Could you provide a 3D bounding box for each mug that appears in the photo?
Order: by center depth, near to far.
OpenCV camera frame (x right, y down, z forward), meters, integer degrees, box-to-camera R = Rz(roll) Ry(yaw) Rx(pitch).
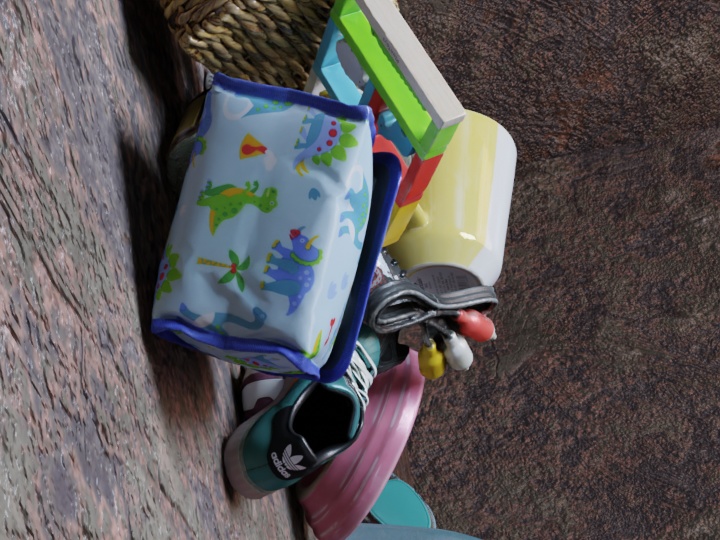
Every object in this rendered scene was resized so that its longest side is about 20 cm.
[{"bbox_3d":[0.058,-0.053,1.256,0.149,0.186,0.153,-38,-140,45],"label":"mug"}]

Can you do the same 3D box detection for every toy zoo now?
[{"bbox_3d":[0.005,-0.103,0.968,0.131,0.020,0.200,59,-26,19],"label":"toy zoo"}]

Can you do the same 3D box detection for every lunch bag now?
[{"bbox_3d":[-0.051,-0.017,0.900,0.200,0.127,0.170,79,26,-82],"label":"lunch bag"}]

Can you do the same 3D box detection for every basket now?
[{"bbox_3d":[-0.065,-0.221,1.000,0.149,0.143,0.200,64,11,21],"label":"basket"}]

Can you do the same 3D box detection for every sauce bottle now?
[{"bbox_3d":[-0.107,-0.105,1.038,0.200,0.065,0.065,-87,166,-68],"label":"sauce bottle"}]

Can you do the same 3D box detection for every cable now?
[{"bbox_3d":[0.068,0.042,1.130,0.050,0.097,0.200,55,7,21],"label":"cable"}]

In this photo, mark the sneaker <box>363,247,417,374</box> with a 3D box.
[{"bbox_3d":[0.000,0.000,1.174,0.071,0.098,0.201,-172,-105,-73],"label":"sneaker"}]

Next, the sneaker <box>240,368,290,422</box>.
[{"bbox_3d":[-0.055,0.107,1.150,0.200,0.075,0.090,61,24,-81],"label":"sneaker"}]

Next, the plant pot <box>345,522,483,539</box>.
[{"bbox_3d":[0.082,0.368,1.311,0.196,0.200,0.196,83,4,-48],"label":"plant pot"}]

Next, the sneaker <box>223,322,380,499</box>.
[{"bbox_3d":[-0.021,0.098,1.026,0.071,0.080,0.200,57,38,-15],"label":"sneaker"}]

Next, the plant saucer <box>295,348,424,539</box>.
[{"bbox_3d":[-0.006,0.159,1.287,0.201,0.051,0.201,-59,-170,18],"label":"plant saucer"}]

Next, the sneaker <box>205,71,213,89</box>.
[{"bbox_3d":[-0.092,-0.092,1.201,0.201,0.073,0.114,-96,177,-51],"label":"sneaker"}]

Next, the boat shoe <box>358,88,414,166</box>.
[{"bbox_3d":[-0.029,-0.148,1.143,0.072,0.200,0.068,-59,175,36],"label":"boat shoe"}]

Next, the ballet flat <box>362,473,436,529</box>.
[{"bbox_3d":[0.014,0.244,1.434,0.200,0.074,0.074,45,-24,46],"label":"ballet flat"}]
